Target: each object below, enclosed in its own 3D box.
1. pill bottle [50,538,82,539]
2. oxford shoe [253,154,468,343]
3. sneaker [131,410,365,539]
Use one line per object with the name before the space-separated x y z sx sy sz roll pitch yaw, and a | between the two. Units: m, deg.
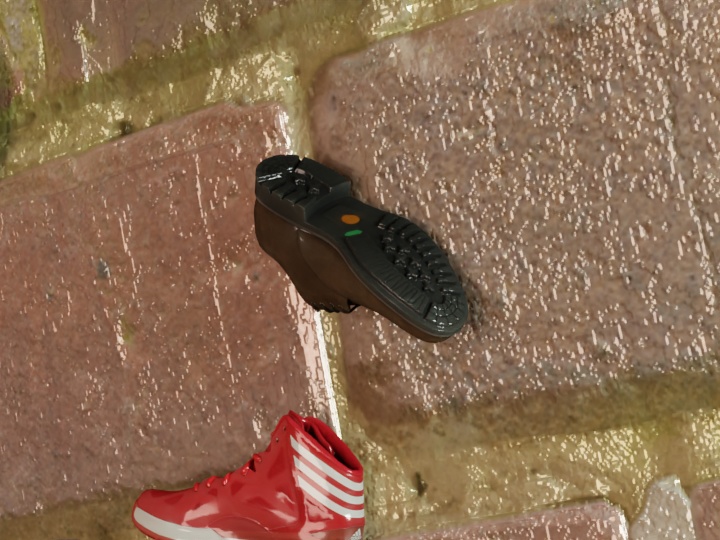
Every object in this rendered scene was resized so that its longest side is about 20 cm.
pill bottle | -0.243 0.323 1.869 0.112 0.112 0.201 36 116 33
oxford shoe | 0.000 0.000 1.677 0.200 0.072 0.085 39 133 34
sneaker | -0.077 0.156 1.753 0.199 0.078 0.116 9 91 27
